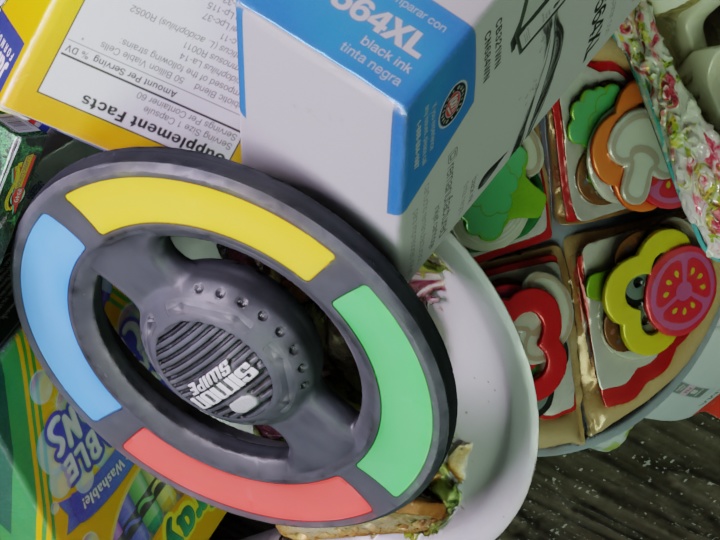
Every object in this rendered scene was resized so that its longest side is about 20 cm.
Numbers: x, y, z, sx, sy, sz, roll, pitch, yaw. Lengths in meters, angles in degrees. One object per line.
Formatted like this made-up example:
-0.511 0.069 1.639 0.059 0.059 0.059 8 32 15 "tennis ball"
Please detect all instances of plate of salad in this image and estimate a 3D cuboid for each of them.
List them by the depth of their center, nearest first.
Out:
-0.013 0.046 1.124 0.199 0.048 0.201 19 125 30 "plate of salad"

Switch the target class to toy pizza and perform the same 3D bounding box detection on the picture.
0.093 -0.013 1.161 0.199 0.032 0.201 -5 102 -27 "toy pizza"

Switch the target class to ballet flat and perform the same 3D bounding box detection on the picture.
0.152 -0.098 1.140 0.075 0.201 0.064 -16 168 -41 "ballet flat"

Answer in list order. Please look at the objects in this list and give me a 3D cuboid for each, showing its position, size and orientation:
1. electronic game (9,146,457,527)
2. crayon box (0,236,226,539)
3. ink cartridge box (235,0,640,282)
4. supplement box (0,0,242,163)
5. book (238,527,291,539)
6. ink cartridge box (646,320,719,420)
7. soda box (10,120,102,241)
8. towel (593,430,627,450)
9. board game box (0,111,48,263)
-0.054 0.031 1.060 0.199 0.042 0.201 16 137 16 "electronic game"
-0.122 0.088 1.186 0.051 0.126 0.201 2 130 32 "crayon box"
0.042 -0.112 1.030 0.084 0.200 0.146 33 156 17 "ink cartridge box"
-0.069 -0.150 1.061 0.108 0.110 0.201 23 104 -27 "supplement box"
-0.131 0.197 1.402 0.199 0.134 0.048 -19 98 7 "book"
0.216 0.027 1.356 0.200 0.057 0.162 32 120 -27 "ink cartridge box"
-0.104 -0.067 1.204 0.199 0.064 0.068 -32 128 19 "soda box"
0.086 -0.032 1.206 0.171 0.048 0.201 21 90 -26 "towel"
-0.205 0.007 1.090 0.023 0.105 0.201 -7 126 -55 "board game box"
